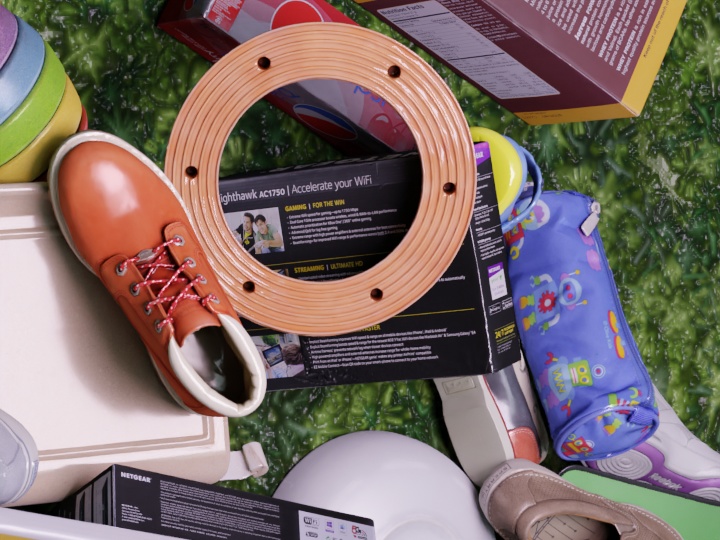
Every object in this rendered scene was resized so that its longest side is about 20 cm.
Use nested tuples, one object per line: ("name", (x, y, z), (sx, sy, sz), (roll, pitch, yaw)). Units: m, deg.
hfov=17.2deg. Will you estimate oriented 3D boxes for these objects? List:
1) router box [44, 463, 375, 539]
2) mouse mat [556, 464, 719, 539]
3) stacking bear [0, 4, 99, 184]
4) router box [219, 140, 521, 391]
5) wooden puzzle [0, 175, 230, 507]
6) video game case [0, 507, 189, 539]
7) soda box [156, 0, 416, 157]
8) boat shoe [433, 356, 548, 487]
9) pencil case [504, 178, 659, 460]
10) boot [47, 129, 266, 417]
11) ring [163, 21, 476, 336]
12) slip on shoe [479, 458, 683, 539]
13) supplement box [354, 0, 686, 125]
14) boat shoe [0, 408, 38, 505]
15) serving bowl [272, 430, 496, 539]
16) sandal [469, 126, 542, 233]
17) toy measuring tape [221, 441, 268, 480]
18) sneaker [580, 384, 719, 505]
("router box", (-0.112, 0.194, 1.540), (0.199, 0.157, 0.053), (16, 55, -32))
("mouse mat", (0.193, 0.231, 1.789), (0.199, 0.008, 0.162), (17, 106, -31))
("stacking bear", (-0.219, -0.095, 1.507), (0.113, 0.122, 0.200), (-34, 124, 10))
("router box", (0.000, 0.000, 1.593), (0.051, 0.199, 0.150), (-20, 103, -61))
("wooden puzzle", (-0.176, 0.044, 1.501), (0.184, 0.037, 0.201), (-4, 93, -25))
("video game case", (-0.172, 0.233, 1.449), (0.199, 0.023, 0.183), (14, 116, -30))
("soda box", (-0.038, -0.147, 1.644), (0.200, 0.070, 0.064), (34, 73, -29))
("boat shoe", (0.086, 0.056, 1.723), (0.062, 0.071, 0.201), (-22, 97, -43))
("pencil case", (0.157, 0.035, 1.716), (0.078, 0.087, 0.201), (14, 54, -45))
("boot", (-0.119, 0.003, 1.447), (0.075, 0.107, 0.201), (-34, 102, -8))
("ring", (-0.026, -0.058, 1.507), (0.199, 0.019, 0.202), (-1, 102, -5))
("slip on shoe", (0.172, 0.198, 1.720), (0.200, 0.061, 0.076), (33, 98, -35))
("supplement box", (0.127, -0.242, 1.713), (0.200, 0.133, 0.198), (32, 73, -29))
("boat shoe", (-0.286, 0.078, 1.423), (0.200, 0.071, 0.070), (29, 99, 13))
("serving bowl", (0.023, 0.215, 1.685), (0.199, 0.066, 0.202), (0, 89, -32))
("sandal", (0.056, -0.027, 1.645), (0.087, 0.200, 0.080), (-14, 71, -53))
("toy measuring tape", (-0.142, 0.111, 1.571), (0.199, 0.073, 0.074), (2, 89, -30))
("sneaker", (0.230, 0.127, 1.812), (0.200, 0.075, 0.100), (36, 36, -44))
